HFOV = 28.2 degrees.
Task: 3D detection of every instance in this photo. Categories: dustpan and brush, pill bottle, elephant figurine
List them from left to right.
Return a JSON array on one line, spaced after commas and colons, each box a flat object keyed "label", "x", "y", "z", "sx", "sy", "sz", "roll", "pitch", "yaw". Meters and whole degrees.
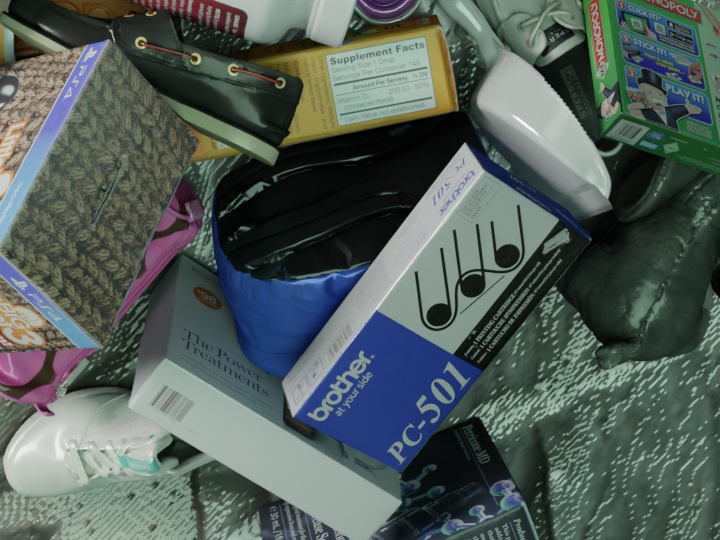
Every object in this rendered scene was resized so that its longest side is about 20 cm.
[{"label": "pill bottle", "x": -0.094, "y": -0.215, "z": 0.929, "sx": 0.198, "sy": 0.113, "sz": 0.114, "roll": 18, "pitch": 105, "yaw": -4}, {"label": "dustpan and brush", "x": 0.106, "y": -0.126, "z": 1.000, "sx": 0.200, "sy": 0.140, "sz": 0.057, "roll": 43, "pitch": 85, "yaw": -2}, {"label": "elephant figurine", "x": 0.235, "y": -0.040, "z": 1.036, "sx": 0.141, "sy": 0.156, "sz": 0.201, "roll": 15, "pitch": 119, "yaw": -41}]

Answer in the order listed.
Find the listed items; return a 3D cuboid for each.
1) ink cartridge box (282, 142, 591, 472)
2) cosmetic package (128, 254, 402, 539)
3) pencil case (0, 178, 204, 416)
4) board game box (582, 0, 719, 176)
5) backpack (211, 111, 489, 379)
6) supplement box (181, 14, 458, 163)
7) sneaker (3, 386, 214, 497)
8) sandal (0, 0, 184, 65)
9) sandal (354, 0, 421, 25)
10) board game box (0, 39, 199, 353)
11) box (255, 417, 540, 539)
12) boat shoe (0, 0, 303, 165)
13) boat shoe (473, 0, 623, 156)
[{"label": "ink cartridge box", "x": 0.046, "y": 0.027, "z": 0.911, "sx": 0.094, "sy": 0.044, "sz": 0.201, "roll": 29, "pitch": 108, "yaw": -27}, {"label": "cosmetic package", "x": -0.065, "y": 0.090, "z": 1.029, "sx": 0.199, "sy": 0.151, "sz": 0.052, "roll": 33, "pitch": 110, "yaw": -19}, {"label": "pencil case", "x": -0.195, "y": 0.004, "z": 1.016, "sx": 0.094, "sy": 0.091, "sz": 0.200, "roll": 44, "pitch": 101, "yaw": 16}, {"label": "board game box", "x": 0.251, "y": -0.128, "z": 1.013, "sx": 0.198, "sy": 0.136, "sz": 0.029, "roll": 15, "pitch": 143, "yaw": -22}, {"label": "backpack", "x": 0.000, "y": 0.000, "z": 1.006, "sx": 0.198, "sy": 0.163, "sz": 0.169, "roll": -11, "pitch": 126, "yaw": -8}, {"label": "supplement box", "x": -0.035, "y": -0.127, "z": 0.998, "sx": 0.198, "sy": 0.067, "sz": 0.069, "roll": -9, "pitch": 108, "yaw": 0}, {"label": "sneaker", "x": -0.169, "y": 0.129, "z": 1.060, "sx": 0.198, "sy": 0.089, "sz": 0.076, "roll": -16, "pitch": 112, "yaw": -3}, {"label": "sandal", "x": -0.221, "y": -0.172, "z": 0.966, "sx": 0.205, "sy": 0.059, "sz": 0.080, "roll": -1, "pitch": 108, "yaw": -9}, {"label": "sandal", "x": -0.013, "y": -0.259, "z": 0.976, "sx": 0.082, "sy": 0.050, "sz": 0.203, "roll": -35, "pitch": 112, "yaw": 3}, {"label": "board game box", "x": -0.227, "y": -0.040, "z": 0.900, "sx": 0.199, "sy": 0.160, "sz": 0.097, "roll": -5, "pitch": 141, "yaw": 36}, {"label": "box", "x": 0.034, "y": 0.222, "z": 1.093, "sx": 0.198, "sy": 0.149, "sz": 0.108, "roll": -22, "pitch": 111, "yaw": -2}, {"label": "boat shoe", "x": -0.134, "y": -0.136, "z": 0.927, "sx": 0.200, "sy": 0.074, "sz": 0.064, "roll": 23, "pitch": 90, "yaw": -2}, {"label": "boat shoe", "x": 0.133, "y": -0.167, "z": 1.023, "sx": 0.072, "sy": 0.066, "sz": 0.201, "roll": -27, "pitch": 111, "yaw": 1}]
